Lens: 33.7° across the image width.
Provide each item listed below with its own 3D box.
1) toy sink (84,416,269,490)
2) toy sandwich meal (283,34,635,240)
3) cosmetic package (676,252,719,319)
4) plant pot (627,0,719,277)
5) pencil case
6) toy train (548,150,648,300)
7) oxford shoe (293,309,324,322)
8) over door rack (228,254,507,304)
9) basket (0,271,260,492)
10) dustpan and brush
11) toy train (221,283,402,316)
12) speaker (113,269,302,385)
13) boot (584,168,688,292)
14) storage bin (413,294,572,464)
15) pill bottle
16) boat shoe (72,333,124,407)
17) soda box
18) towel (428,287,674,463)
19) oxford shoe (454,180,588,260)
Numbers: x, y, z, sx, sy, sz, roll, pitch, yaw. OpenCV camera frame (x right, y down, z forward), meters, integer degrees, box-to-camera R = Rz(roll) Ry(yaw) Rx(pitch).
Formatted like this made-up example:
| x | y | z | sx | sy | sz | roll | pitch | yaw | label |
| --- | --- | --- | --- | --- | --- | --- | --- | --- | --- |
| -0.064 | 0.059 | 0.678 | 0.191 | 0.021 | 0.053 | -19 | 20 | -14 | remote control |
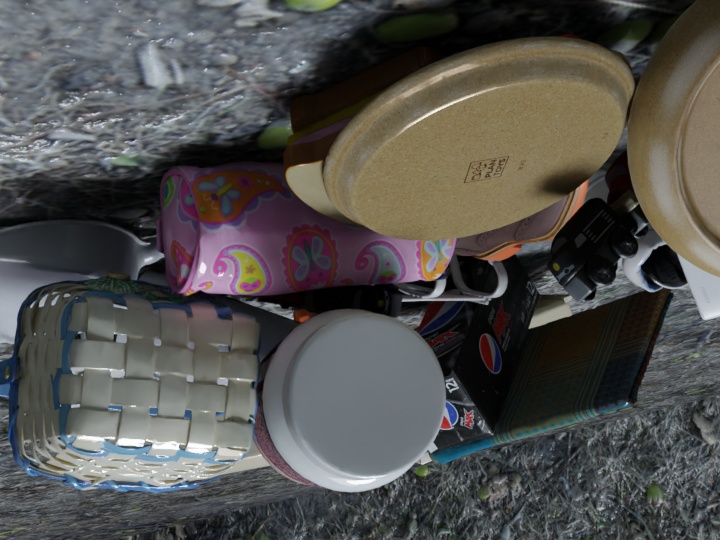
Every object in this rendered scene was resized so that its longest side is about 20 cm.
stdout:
| x | y | z | sx | sy | sz | roll | pitch | yaw | label |
| --- | --- | --- | --- | --- | --- | --- | --- | --- | --- |
| -0.195 | 0.151 | 1.233 | 0.197 | 0.132 | 0.112 | -11 | 166 | -3 | toy sink |
| 0.058 | -0.084 | 0.683 | 0.202 | 0.071 | 0.206 | -13 | 155 | -6 | toy sandwich meal |
| 0.275 | -0.046 | 0.803 | 0.101 | 0.075 | 0.200 | -19 | -166 | 25 | cosmetic package |
| 0.247 | -0.074 | 0.650 | 0.197 | 0.202 | 0.028 | -13 | -153 | 8 | plant pot |
| -0.032 | -0.029 | 0.778 | 0.198 | 0.089 | 0.087 | -4 | 164 | -28 | pencil case |
| 0.175 | -0.054 | 0.741 | 0.200 | 0.046 | 0.034 | -44 | 176 | -34 | toy train |
| -0.008 | 0.061 | 1.087 | 0.072 | 0.072 | 0.200 | -20 | -164 | -11 | oxford shoe |
| 0.000 | 0.000 | 0.966 | 0.146 | 0.068 | 0.199 | 1 | 175 | -37 | over door rack |
| -0.154 | 0.078 | 0.802 | 0.174 | 0.141 | 0.199 | 9 | 163 | -28 | basket |
| -0.181 | -0.003 | 0.850 | 0.197 | 0.058 | 0.140 | -2 | 152 | -8 | dustpan and brush |
| -0.056 | 0.012 | 0.866 | 0.198 | 0.035 | 0.046 | 9 | -177 | 40 | toy train |
| -0.088 | 0.069 | 0.934 | 0.197 | 0.082 | 0.081 | 19 | 165 | 3 | speaker |
| 0.225 | -0.016 | 0.948 | 0.074 | 0.096 | 0.199 | -50 | 151 | 15 | boot |
| 0.097 | 0.100 | 1.174 | 0.198 | 0.095 | 0.198 | -20 | -175 | -18 | storage bin |
| -0.012 | 0.087 | 0.786 | 0.112 | 0.116 | 0.200 | -8 | 173 | -11 | pill bottle |
| -0.230 | 0.068 | 1.051 | 0.198 | 0.072 | 0.070 | -14 | 138 | 25 | boat shoe |
| 0.092 | 0.058 | 0.998 | 0.063 | 0.071 | 0.201 | -23 | -158 | 31 | soda box |
| 0.153 | 0.086 | 0.963 | 0.199 | 0.022 | 0.147 | -23 | -158 | 41 | towel |
| 0.095 | -0.051 | 0.819 | 0.071 | 0.072 | 0.200 | 2 | 161 | -17 | oxford shoe |
